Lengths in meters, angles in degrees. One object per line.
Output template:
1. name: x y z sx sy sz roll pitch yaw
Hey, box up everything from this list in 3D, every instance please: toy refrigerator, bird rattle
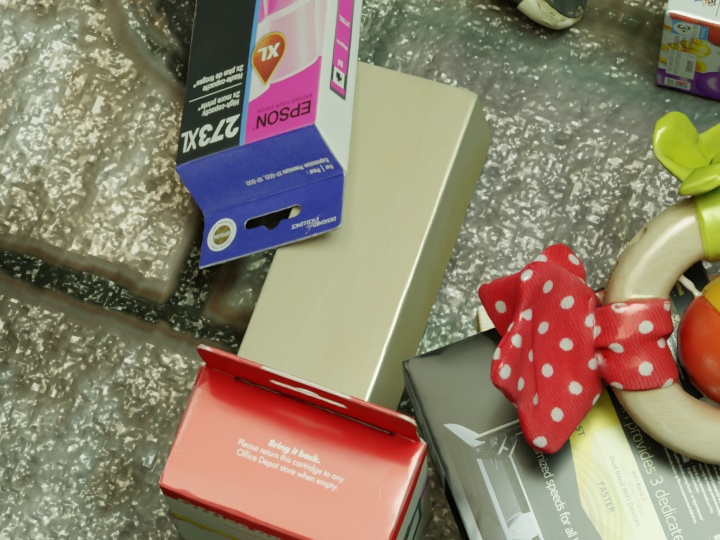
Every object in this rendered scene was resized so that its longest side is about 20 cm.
1. toy refrigerator: 0.000 0.000 1.523 0.076 0.070 0.201 15 73 15
2. bird rattle: 0.160 0.020 1.361 0.163 0.113 0.200 43 81 -5

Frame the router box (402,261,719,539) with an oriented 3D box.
1. router box: 0.126 0.112 1.411 0.157 0.052 0.201 -19 74 -3

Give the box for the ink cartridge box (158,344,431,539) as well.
1. ink cartridge box: -0.030 0.107 1.419 0.116 0.200 0.067 19 74 9

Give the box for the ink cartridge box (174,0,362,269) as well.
1. ink cartridge box: -0.047 -0.104 1.535 0.094 0.037 0.201 -16 58 33

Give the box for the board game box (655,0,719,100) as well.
1. board game box: 0.266 -0.137 1.533 0.199 0.103 0.105 15 73 8

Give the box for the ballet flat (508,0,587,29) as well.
1. ballet flat: 0.051 -0.204 1.601 0.200 0.057 0.066 48 38 14

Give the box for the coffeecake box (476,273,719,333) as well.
1. coffeecake box: 0.167 0.086 1.483 0.199 0.073 0.154 -8 73 1
